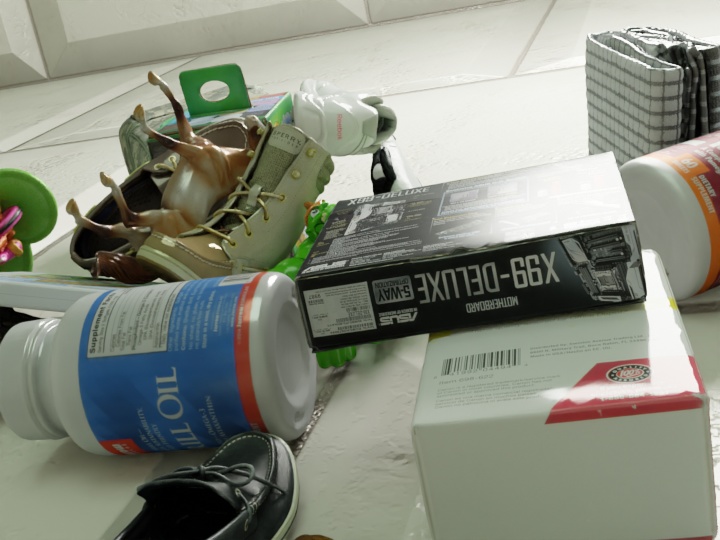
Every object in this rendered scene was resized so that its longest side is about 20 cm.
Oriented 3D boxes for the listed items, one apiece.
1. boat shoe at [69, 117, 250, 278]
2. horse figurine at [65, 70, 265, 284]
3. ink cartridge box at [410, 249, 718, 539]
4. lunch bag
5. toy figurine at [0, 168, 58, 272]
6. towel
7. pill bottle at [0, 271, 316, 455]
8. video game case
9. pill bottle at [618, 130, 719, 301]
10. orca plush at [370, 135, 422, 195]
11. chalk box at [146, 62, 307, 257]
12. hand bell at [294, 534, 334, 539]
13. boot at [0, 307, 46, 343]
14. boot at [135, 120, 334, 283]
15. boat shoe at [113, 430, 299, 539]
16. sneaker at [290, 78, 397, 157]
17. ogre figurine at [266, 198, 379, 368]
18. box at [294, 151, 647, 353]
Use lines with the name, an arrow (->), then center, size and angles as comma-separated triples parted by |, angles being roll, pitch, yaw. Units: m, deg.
boat shoe -> -0.174, -0.067, 0.944 | 0.199, 0.072, 0.060 | -37, -4, 2
horse figurine -> -0.158, -0.065, 0.881 | 0.050, 0.132, 0.202 | 4, 62, 50
ink cartridge box -> 0.114, 0.067, 0.603 | 0.143, 0.084, 0.200 | -8, 20, 13
lunch bag -> -0.174, -0.130, 1.246 | 0.198, 0.141, 0.167 | -20, 20, -19
toy figurine -> -0.383, 0.014, 0.977 | 0.199, 0.151, 0.185 | -31, 27, 18
towel -> 0.265, -0.127, 0.942 | 0.084, 0.168, 0.200 | -7, 19, -4
pill bottle -> -0.138, 0.067, 0.715 | 0.197, 0.114, 0.112 | -7, 19, 15
video game case -> -0.229, 0.019, 0.886 | 0.197, 0.022, 0.182 | 5, 1, 6
pill bottle -> 0.294, -0.056, 0.806 | 0.198, 0.111, 0.109 | -19, 20, -20
orca plush -> 0.019, -0.078, 1.047 | 0.071, 0.105, 0.201 | -35, 53, 11
chalk box -> -0.126, -0.103, 1.045 | 0.123, 0.202, 0.124 | -6, 18, 11
hand bell -> -0.002, 0.154, 0.467 | 0.103, 0.105, 0.200 | -16, 6, -13
boot -> -0.248, 0.061, 0.891 | 0.172, 0.070, 0.200 | -6, 14, -9
boot -> -0.093, -0.049, 0.851 | 0.072, 0.156, 0.200 | 28, 2, 20
boat shoe -> -0.085, 0.134, 0.570 | 0.074, 0.063, 0.200 | -7, 18, 19
sneaker -> -0.014, -0.140, 1.022 | 0.098, 0.079, 0.200 | 1, 17, 0
ogre figurine -> 0.000, 0.000, 0.856 | 0.119, 0.099, 0.201 | 20, 62, 33
box -> 0.069, -0.017, 0.663 | 0.197, 0.050, 0.158 | -10, 18, 12
